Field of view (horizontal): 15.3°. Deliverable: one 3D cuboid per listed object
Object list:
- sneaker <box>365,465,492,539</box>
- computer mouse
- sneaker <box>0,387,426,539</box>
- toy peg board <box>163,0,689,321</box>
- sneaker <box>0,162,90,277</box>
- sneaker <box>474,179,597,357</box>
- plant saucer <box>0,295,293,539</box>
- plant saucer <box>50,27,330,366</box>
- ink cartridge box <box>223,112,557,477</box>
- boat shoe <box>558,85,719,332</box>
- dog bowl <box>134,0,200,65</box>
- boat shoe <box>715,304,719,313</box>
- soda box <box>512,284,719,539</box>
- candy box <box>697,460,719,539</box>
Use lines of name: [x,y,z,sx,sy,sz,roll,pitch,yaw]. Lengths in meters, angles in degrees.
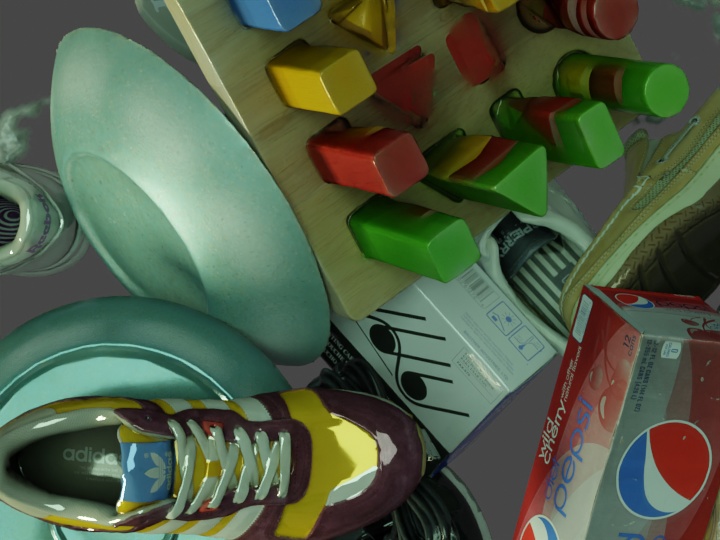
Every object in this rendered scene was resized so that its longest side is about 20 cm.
sneaker: [0.039,0.165,1.337,0.075,0.088,0.201,-32,84,6]
computer mouse: [-0.024,0.138,1.321,0.046,0.200,0.141,-7,56,-29]
sneaker: [-0.071,0.091,1.214,0.199,0.090,0.076,-4,90,8]
toy peg board: [0.043,-0.107,1.234,0.200,0.098,0.200,-36,113,-19]
sneaker: [-0.242,-0.036,1.381,0.199,0.100,0.075,2,90,10]
sneaker: [0.073,-0.029,1.347,0.200,0.071,0.073,42,94,8]
plant saucer: [-0.115,0.113,1.280,0.199,0.027,0.202,0,90,8]
plant saucer: [-0.096,-0.024,1.311,0.039,0.201,0.201,-38,82,-23]
ink cartridge box: [0.000,0.000,1.347,0.200,0.044,0.094,48,139,7]
boat shoe: [0.157,-0.039,1.320,0.076,0.072,0.200,34,61,31]
dog bowl: [-0.031,-0.192,1.334,0.199,0.059,0.201,-5,61,8]
boat shoe: [0.168,0.083,1.335,0.062,0.071,0.201,21,91,47]
soda box: [0.120,0.112,1.259,0.070,0.063,0.201,6,109,-26]
candy box: [0.251,0.153,1.288,0.199,0.055,0.116,7,89,-15]
